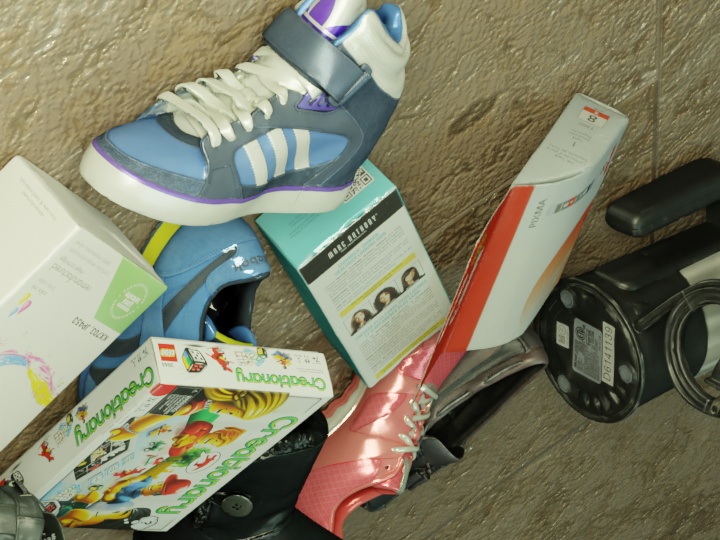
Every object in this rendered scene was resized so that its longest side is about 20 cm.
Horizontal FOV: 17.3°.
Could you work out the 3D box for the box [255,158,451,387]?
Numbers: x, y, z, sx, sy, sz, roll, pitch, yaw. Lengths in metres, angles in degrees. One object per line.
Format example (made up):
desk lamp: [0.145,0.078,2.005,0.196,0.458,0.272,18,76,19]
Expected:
box: [0.000,0.000,1.553,0.082,0.049,0.200,-40,152,-7]

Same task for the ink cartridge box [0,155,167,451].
ink cartridge box: [-0.218,0.043,1.315,0.200,0.067,0.117,-44,153,3]

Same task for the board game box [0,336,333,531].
board game box: [-0.124,0.105,1.460,0.126,0.035,0.200,6,147,-37]

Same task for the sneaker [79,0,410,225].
sneaker: [-0.056,-0.106,1.318,0.200,0.081,0.147,-2,124,-46]

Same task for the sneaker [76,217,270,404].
sneaker: [-0.113,0.049,1.450,0.066,0.078,0.200,-13,142,-46]

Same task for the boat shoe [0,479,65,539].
boat shoe: [-0.207,0.160,1.396,0.066,0.075,0.199,1,161,-4]

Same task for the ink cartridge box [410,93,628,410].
ink cartridge box: [0.109,-0.007,1.599,0.200,0.050,0.162,-57,170,-49]

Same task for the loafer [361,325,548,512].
loafer: [0.063,0.114,1.777,0.200,0.063,0.072,-52,150,17]

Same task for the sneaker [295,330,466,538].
sneaker: [0.019,0.117,1.701,0.200,0.087,0.074,-45,153,4]

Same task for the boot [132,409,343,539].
boot: [-0.049,0.163,1.604,0.076,0.200,0.168,-79,-170,-48]

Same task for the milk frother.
milk frother: [0.271,0.036,1.793,0.188,0.200,0.181,-23,142,-33]
